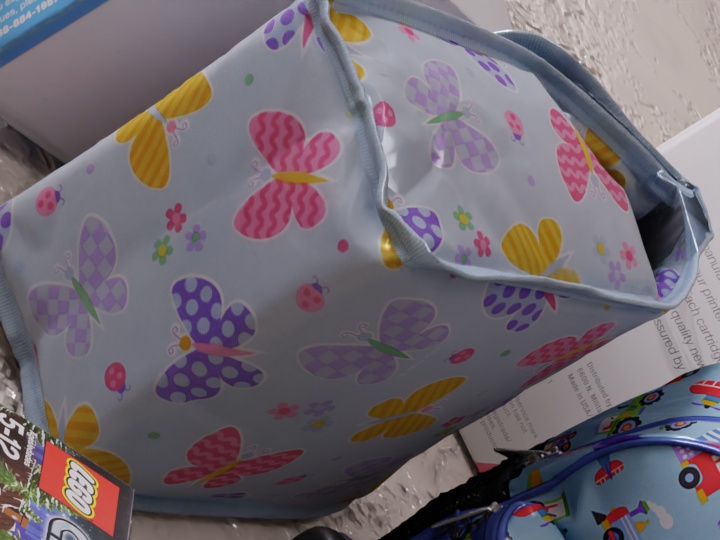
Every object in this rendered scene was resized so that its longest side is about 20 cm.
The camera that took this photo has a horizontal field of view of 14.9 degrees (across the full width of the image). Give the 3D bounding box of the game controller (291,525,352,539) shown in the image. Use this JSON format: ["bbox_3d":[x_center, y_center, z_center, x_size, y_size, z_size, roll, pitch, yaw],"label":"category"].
[{"bbox_3d":[-0.032,0.164,0.754,0.042,0.104,0.200,36,33,-26],"label":"game controller"}]

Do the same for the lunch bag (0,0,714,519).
[{"bbox_3d":[0.000,0.000,0.915,0.200,0.170,0.127,13,52,-50],"label":"lunch bag"}]

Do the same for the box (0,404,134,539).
[{"bbox_3d":[-0.128,0.084,0.692,0.137,0.038,0.200,34,23,-17],"label":"box"}]

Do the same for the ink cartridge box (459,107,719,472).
[{"bbox_3d":[0.140,0.028,1.080,0.085,0.200,0.146,2,59,-58],"label":"ink cartridge box"}]

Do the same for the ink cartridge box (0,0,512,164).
[{"bbox_3d":[-0.056,-0.144,0.990,0.146,0.147,0.200,36,32,-47],"label":"ink cartridge box"}]

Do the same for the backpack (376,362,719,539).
[{"bbox_3d":[0.100,0.131,0.904,0.183,0.200,0.135,62,27,8],"label":"backpack"}]
